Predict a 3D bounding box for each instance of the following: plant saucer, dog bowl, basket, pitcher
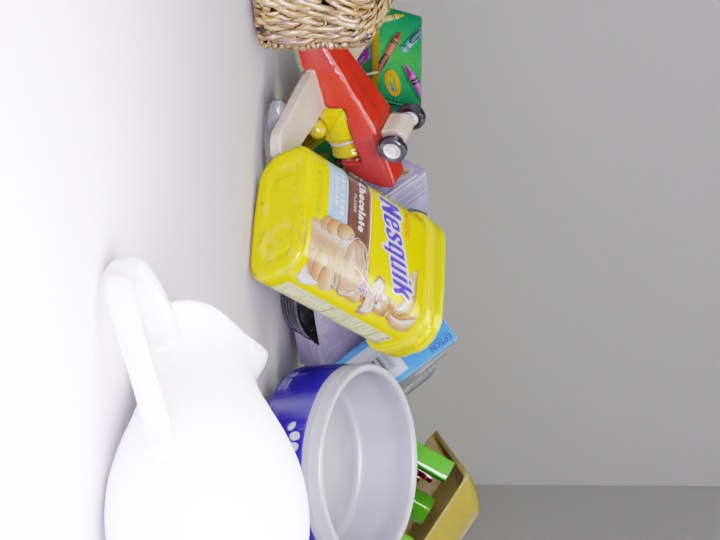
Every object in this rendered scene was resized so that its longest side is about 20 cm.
[{"bbox_3d":[0.067,0.300,1.831,0.201,0.048,0.200,-57,-169,3],"label":"plant saucer"},{"bbox_3d":[-0.021,0.195,1.614,0.199,0.078,0.203,9,79,-60],"label":"dog bowl"},{"bbox_3d":[-0.033,-0.333,1.558,0.150,0.141,0.202,85,6,-51],"label":"basket"},{"bbox_3d":[-0.105,0.104,0.952,0.172,0.120,0.201,54,19,-45],"label":"pitcher"}]

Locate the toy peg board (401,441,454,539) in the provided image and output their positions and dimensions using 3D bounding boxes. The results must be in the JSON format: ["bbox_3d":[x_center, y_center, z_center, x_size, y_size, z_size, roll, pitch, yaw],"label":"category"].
[{"bbox_3d":[0.020,0.272,1.812,0.201,0.097,0.199,-59,176,-14],"label":"toy peg board"}]

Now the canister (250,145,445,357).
[{"bbox_3d":[-0.011,-0.018,1.581,0.199,0.086,0.150,29,54,-40],"label":"canister"}]

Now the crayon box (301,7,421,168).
[{"bbox_3d":[-0.002,-0.207,1.857,0.200,0.058,0.120,-30,-126,56],"label":"crayon box"}]

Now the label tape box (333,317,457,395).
[{"bbox_3d":[0.019,0.127,1.825,0.066,0.143,0.200,49,-23,13],"label":"label tape box"}]

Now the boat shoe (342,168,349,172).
[{"bbox_3d":[0.010,-0.139,1.999,0.201,0.069,0.067,88,-3,-62],"label":"boat shoe"}]

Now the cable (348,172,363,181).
[{"bbox_3d":[-0.004,-0.014,1.887,0.201,0.069,0.201,-54,149,-23],"label":"cable"}]

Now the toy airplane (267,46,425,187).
[{"bbox_3d":[-0.041,-0.187,1.668,0.199,0.140,0.202,7,69,-49],"label":"toy airplane"}]

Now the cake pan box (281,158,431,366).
[{"bbox_3d":[0.000,0.000,1.789,0.199,0.052,0.186,-36,134,-28],"label":"cake pan box"}]
